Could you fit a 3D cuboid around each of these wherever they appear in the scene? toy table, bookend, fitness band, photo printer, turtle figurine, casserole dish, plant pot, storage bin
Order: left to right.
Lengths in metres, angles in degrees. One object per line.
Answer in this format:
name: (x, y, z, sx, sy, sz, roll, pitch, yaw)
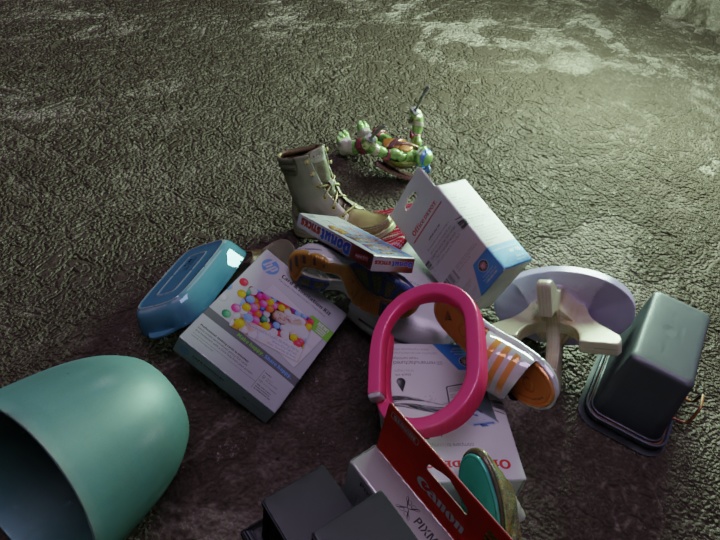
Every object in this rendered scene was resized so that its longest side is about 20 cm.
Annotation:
plant pot: (-0.280, 0.183, 0.641, 0.200, 0.201, 0.161, 28, 33, 18)
casserole dish: (-0.243, 0.017, 0.873, 0.121, 0.039, 0.200, -13, 30, 30)
bookend: (-0.027, 0.270, 0.586, 0.092, 0.200, 0.199, -21, 52, -30)
turtle figurine: (0.050, -0.278, 1.199, 0.194, 0.200, 0.144, 15, 71, 38)
photo printer: (0.085, 0.041, 0.943, 0.166, 0.070, 0.200, 25, 45, 15)
fitness band: (0.080, 0.102, 0.738, 0.143, 0.037, 0.200, -16, 47, 24)
toy table: (0.281, 0.073, 0.880, 0.200, 0.184, 0.117, -11, 22, 32)
storage bin: (0.418, 0.137, 0.862, 0.145, 0.134, 0.200, 28, 47, 18)

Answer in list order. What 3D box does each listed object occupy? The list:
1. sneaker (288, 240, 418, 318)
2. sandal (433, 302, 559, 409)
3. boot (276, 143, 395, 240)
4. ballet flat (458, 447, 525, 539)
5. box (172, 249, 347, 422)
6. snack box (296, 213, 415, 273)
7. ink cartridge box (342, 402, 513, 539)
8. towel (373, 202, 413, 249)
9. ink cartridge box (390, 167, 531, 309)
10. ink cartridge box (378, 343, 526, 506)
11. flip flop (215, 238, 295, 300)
sneaker: (0.000, 0.000, 0.875, 0.200, 0.075, 0.088, 22, 31, 16)
sandal: (0.150, 0.108, 0.765, 0.059, 0.079, 0.207, -23, 44, -32)
boot: (-0.044, -0.124, 0.987, 0.200, 0.155, 0.072, 8, 33, 35)
ballet flat: (0.151, 0.287, 0.653, 0.071, 0.071, 0.200, -5, 80, -17)
box: (-0.130, 0.083, 0.843, 0.156, 0.041, 0.200, 39, 45, -1)
snack box: (-0.011, -0.042, 0.866, 0.072, 0.024, 0.200, 4, 18, -37)
ink cartridge box: (0.063, 0.262, 0.629, 0.044, 0.174, 0.200, -24, 53, -31)
towel: (0.028, -0.056, 1.011, 0.144, 0.023, 0.200, -10, 28, 38)
ink cartridge box: (0.141, -0.050, 0.900, 0.067, 0.116, 0.200, -17, 62, -36)
ink cartridge box: (0.104, 0.195, 0.776, 0.146, 0.086, 0.200, 1, 42, -10)
flip flop: (-0.180, 0.002, 0.938, 0.200, 0.058, 0.081, -27, 51, -30)
